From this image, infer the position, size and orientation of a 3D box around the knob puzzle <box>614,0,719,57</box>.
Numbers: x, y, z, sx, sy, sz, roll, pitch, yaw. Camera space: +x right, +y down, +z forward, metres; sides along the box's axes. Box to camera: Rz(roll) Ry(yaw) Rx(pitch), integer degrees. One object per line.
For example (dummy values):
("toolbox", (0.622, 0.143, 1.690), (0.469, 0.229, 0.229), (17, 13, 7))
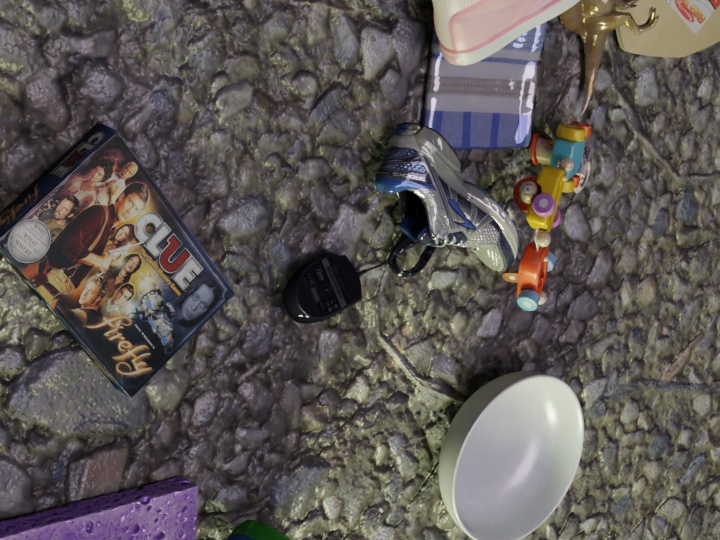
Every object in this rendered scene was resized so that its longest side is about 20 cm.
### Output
("knob puzzle", (0.347, -0.325, 1.461), (0.218, 0.030, 0.221), (-8, 111, -22))

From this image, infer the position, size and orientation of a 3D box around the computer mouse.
("computer mouse", (0.000, 0.000, 1.308), (0.199, 0.034, 0.059), (-24, 95, -36))

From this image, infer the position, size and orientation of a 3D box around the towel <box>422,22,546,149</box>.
("towel", (0.130, -0.219, 1.334), (0.146, 0.024, 0.202), (-4, 108, -37))

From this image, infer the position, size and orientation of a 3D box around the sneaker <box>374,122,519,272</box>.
("sneaker", (0.080, -0.053, 1.317), (0.200, 0.077, 0.085), (44, 69, -30))

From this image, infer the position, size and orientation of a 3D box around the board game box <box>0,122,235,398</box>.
("board game box", (-0.209, -0.005, 1.130), (0.136, 0.035, 0.200), (-46, 129, -17))

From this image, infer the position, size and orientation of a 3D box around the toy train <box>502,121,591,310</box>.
("toy train", (0.191, -0.066, 1.401), (0.151, 0.055, 0.201), (81, 29, -54))

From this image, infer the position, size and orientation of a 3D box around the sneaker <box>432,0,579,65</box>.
("sneaker", (0.148, -0.289, 1.255), (0.200, 0.075, 0.105), (-36, 130, -14))

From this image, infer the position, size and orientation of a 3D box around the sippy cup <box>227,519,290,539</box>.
("sippy cup", (-0.108, 0.330, 1.252), (0.130, 0.139, 0.179), (-43, 135, -31))

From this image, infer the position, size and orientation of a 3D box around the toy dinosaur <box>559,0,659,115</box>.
("toy dinosaur", (0.258, -0.273, 1.403), (0.100, 0.058, 0.201), (-15, 128, -8))

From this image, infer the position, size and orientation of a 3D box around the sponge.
("sponge", (-0.241, 0.262, 1.204), (0.199, 0.030, 0.112), (-9, 113, -37))

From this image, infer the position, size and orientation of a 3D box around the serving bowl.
("serving bowl", (0.159, 0.201, 1.480), (0.199, 0.066, 0.202), (-15, 115, -34))
